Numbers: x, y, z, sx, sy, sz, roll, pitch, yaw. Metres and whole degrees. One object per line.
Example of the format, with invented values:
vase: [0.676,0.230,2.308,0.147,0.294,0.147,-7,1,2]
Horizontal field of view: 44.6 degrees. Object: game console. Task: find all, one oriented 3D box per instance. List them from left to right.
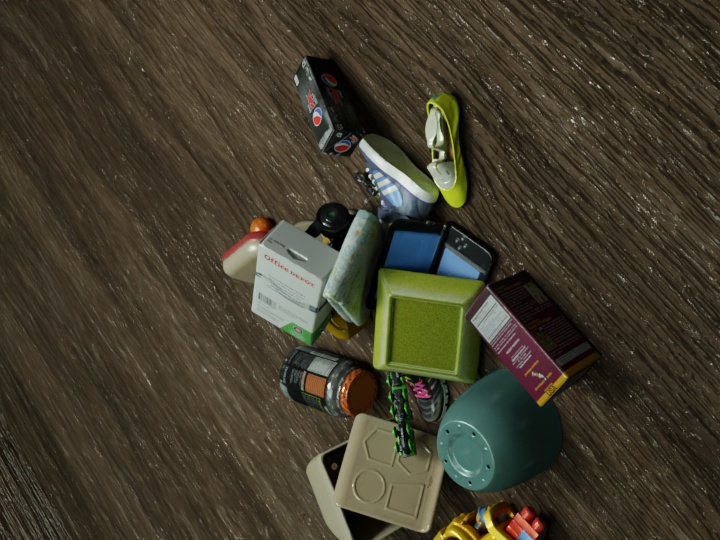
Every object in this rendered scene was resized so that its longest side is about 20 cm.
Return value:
game console: [0.125,0.021,1.592,0.172,0.118,0.202,38,128,30]

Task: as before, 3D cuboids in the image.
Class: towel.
towel: [0.000,0.000,1.623,0.047,0.200,0.174,16,76,18]

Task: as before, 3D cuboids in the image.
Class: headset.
headset: [-0.049,-0.097,1.699,0.200,0.123,0.094,-42,67,4]

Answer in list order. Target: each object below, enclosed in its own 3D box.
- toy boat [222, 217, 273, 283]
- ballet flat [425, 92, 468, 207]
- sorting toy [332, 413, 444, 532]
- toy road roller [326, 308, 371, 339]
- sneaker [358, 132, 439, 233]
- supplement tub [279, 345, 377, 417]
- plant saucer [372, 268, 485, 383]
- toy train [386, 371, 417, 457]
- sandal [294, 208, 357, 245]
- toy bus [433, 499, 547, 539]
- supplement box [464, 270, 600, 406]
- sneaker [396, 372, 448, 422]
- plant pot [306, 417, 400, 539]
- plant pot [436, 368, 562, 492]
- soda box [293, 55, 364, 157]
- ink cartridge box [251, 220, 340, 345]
toy boat: [-0.221,-0.054,1.930,0.199,0.129,0.133,-31,49,49]
ballet flat: [0.143,-0.206,1.532,0.066,0.067,0.204,7,109,42]
sorting toy: [0.061,0.394,1.714,0.197,0.188,0.037,15,157,6]
toy road roller: [-0.060,0.057,1.792,0.198,0.122,0.148,4,118,43]
sneaker: [0.046,-0.143,1.640,0.200,0.080,0.147,43,126,19]
supplement tub: [-0.067,0.237,1.856,0.198,0.122,0.125,12,113,42]
plant saucer: [0.118,0.109,1.584,0.196,0.048,0.203,7,110,11]
toy train: [0.081,0.268,1.720,0.041,0.056,0.203,-14,62,16]
sandal: [-0.076,-0.075,1.803,0.198,0.054,0.082,-6,101,39]
toy bus: [0.260,0.498,1.624,0.200,0.135,0.194,40,115,32]
supplement box: [0.285,0.109,1.466,0.201,0.109,0.086,51,133,21]
sneaker: [0.111,0.203,1.690,0.073,0.087,0.203,1,105,44]
plant pot: [-0.003,0.444,1.825,0.177,0.198,0.203,-29,83,59]
plant pot: [0.230,0.297,1.551,0.199,0.160,0.204,18,117,40]
soda box: [-0.062,-0.311,1.659,0.064,0.070,0.202,-52,47,42]
ink cartridge box: [-0.120,0.025,1.654,0.145,0.083,0.201,30,141,12]
